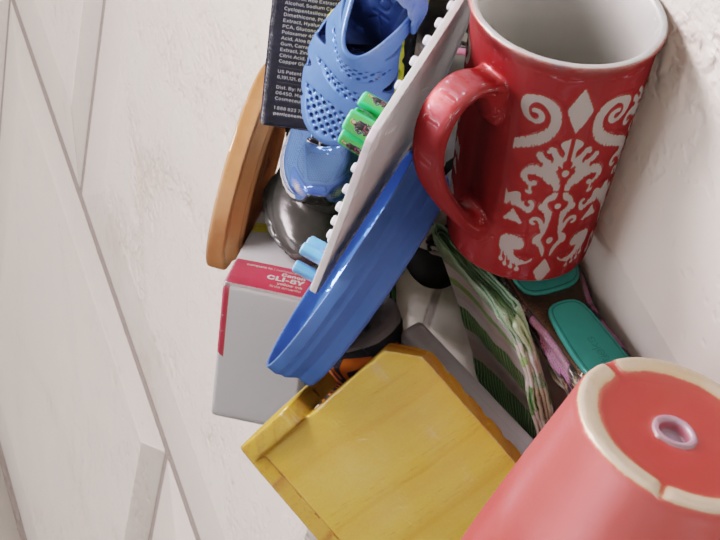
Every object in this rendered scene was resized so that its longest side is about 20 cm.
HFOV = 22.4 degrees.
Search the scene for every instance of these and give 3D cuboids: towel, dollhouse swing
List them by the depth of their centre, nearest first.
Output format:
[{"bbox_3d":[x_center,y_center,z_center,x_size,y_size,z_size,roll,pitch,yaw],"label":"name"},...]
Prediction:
[{"bbox_3d":[0.109,0.078,1.397,0.153,0.023,0.201,51,163,57],"label":"towel"},{"bbox_3d":[0.042,0.147,1.412,0.200,0.176,0.182,48,-165,1],"label":"dollhouse swing"}]

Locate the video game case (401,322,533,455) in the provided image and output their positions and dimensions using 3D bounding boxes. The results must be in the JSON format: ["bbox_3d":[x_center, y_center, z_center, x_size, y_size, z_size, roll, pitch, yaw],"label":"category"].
[{"bbox_3d":[0.095,0.163,1.428,0.200,0.023,0.183,47,153,30],"label":"video game case"}]

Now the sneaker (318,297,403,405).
[{"bbox_3d":[0.007,0.089,1.514,0.113,0.077,0.200,61,163,-6],"label":"sneaker"}]

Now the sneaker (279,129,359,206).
[{"bbox_3d":[-0.029,-0.147,1.599,0.089,0.078,0.201,89,-173,-59],"label":"sneaker"}]

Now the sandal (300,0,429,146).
[{"bbox_3d":[0.003,-0.172,1.321,0.201,0.079,0.087,-65,-7,34],"label":"sandal"}]

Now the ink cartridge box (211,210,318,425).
[{"bbox_3d":[-0.074,0.033,1.732,0.200,0.083,0.146,-69,-12,-60],"label":"ink cartridge box"}]

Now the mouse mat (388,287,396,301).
[{"bbox_3d":[0.019,-0.049,1.588,0.200,0.007,0.163,-19,-78,-87],"label":"mouse mat"}]

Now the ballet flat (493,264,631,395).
[{"bbox_3d":[0.141,0.033,1.342,0.071,0.069,0.201,106,145,-48],"label":"ballet flat"}]

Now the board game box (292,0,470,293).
[{"bbox_3d":[0.022,-0.108,1.274,0.201,0.026,0.200,-58,-6,-33],"label":"board game box"}]

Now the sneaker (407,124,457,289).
[{"bbox_3d":[0.077,-0.042,1.443,0.201,0.073,0.089,105,163,-45],"label":"sneaker"}]

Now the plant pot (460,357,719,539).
[{"bbox_3d":[0.171,0.167,1.162,0.201,0.199,0.178,60,140,44],"label":"plant pot"}]

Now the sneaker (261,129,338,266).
[{"bbox_3d":[-0.037,-0.102,1.676,0.091,0.075,0.202,-39,40,55],"label":"sneaker"}]

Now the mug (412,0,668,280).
[{"bbox_3d":[0.105,-0.100,1.256,0.201,0.176,0.134,99,161,-44],"label":"mug"}]

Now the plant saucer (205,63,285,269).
[{"bbox_3d":[-0.103,-0.097,1.730,0.200,0.032,0.202,17,-90,-89],"label":"plant saucer"}]

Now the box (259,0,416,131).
[{"bbox_3d":[-0.005,-0.239,1.455,0.197,0.116,0.201,-81,-2,-57],"label":"box"}]

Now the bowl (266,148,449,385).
[{"bbox_3d":[0.000,0.000,1.369,0.201,0.039,0.201,-55,5,7],"label":"bowl"}]

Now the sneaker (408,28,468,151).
[{"bbox_3d":[0.066,-0.120,1.494,0.096,0.078,0.201,-91,13,-46],"label":"sneaker"}]
